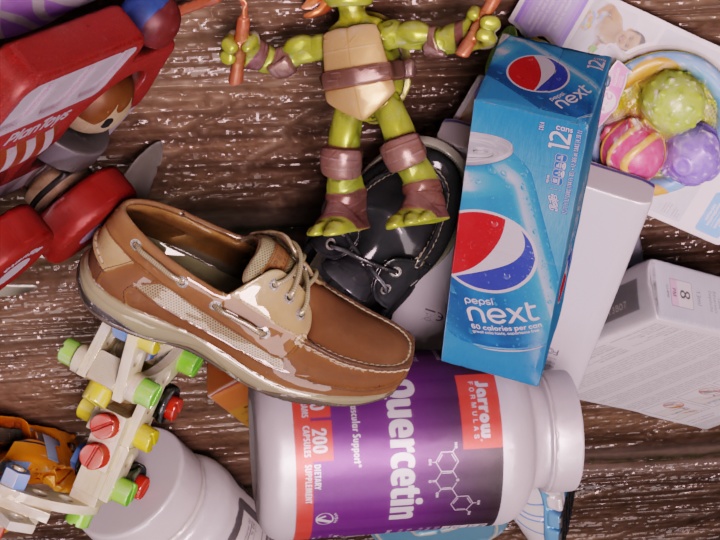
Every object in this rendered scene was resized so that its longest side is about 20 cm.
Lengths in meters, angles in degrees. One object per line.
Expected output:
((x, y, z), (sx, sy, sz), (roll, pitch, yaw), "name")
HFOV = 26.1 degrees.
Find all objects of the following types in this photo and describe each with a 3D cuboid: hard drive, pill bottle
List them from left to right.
((-0.124, 0.211, 1.190), (0.113, 0.113, 0.200), (-22, 133, 16), "pill bottle")
((0.032, 0.105, 0.965), (0.200, 0.113, 0.113), (-3, 136, -8), "pill bottle")
((0.094, 0.005, 0.984), (0.132, 0.025, 0.200), (18, 135, 6), "hard drive")

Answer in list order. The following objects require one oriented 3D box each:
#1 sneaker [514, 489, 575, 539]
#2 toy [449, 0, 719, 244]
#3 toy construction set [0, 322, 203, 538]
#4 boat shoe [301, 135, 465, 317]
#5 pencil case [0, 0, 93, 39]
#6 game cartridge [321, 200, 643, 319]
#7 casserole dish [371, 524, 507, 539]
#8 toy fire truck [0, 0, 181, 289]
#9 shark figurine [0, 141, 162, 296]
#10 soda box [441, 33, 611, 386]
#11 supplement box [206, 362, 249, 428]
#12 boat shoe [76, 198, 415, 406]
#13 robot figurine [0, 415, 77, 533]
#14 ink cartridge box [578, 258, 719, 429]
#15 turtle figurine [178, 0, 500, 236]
((0.119, 0.152, 1.199), (0.087, 0.075, 0.200), (2, 137, 16), "sneaker")
((0.168, -0.088, 0.930), (0.200, 0.047, 0.115), (23, 115, -14), "toy")
((-0.180, 0.107, 1.050), (0.092, 0.131, 0.200), (40, 98, 9), "toy construction set")
((-0.002, -0.001, 0.955), (0.074, 0.066, 0.199), (41, 133, -5), "boat shoe")
((-0.143, -0.176, 0.804), (0.200, 0.086, 0.084), (-21, 125, 16), "pencil case")
((0.081, -0.027, 1.022), (0.200, 0.041, 0.133), (-12, 139, 6), "game cartridge")
((0.040, 0.146, 1.095), (0.121, 0.039, 0.200), (-14, 137, 15), "casserole dish")
((-0.170, -0.081, 0.835), (0.168, 0.200, 0.112), (-39, 89, 32), "toy fire truck")
((-0.233, -0.029, 0.960), (0.214, 0.090, 0.128), (-19, 169, 24), "shark figurine")
((0.092, -0.030, 0.886), (0.064, 0.068, 0.200), (14, 134, 11), "soda box")
((-0.027, 0.105, 1.124), (0.069, 0.067, 0.200), (-29, 131, 22), "supplement box")
((-0.061, 0.017, 0.889), (0.200, 0.076, 0.074), (19, 129, -12), "boat shoe")
((-0.297, 0.143, 1.098), (0.145, 0.058, 0.200), (-31, 156, 24), "robot figurine")
((0.222, 0.056, 1.087), (0.200, 0.057, 0.163), (10, 156, -32), "ink cartridge box")
((-0.008, -0.103, 0.882), (0.200, 0.064, 0.161), (-6, 95, 12), "turtle figurine")
